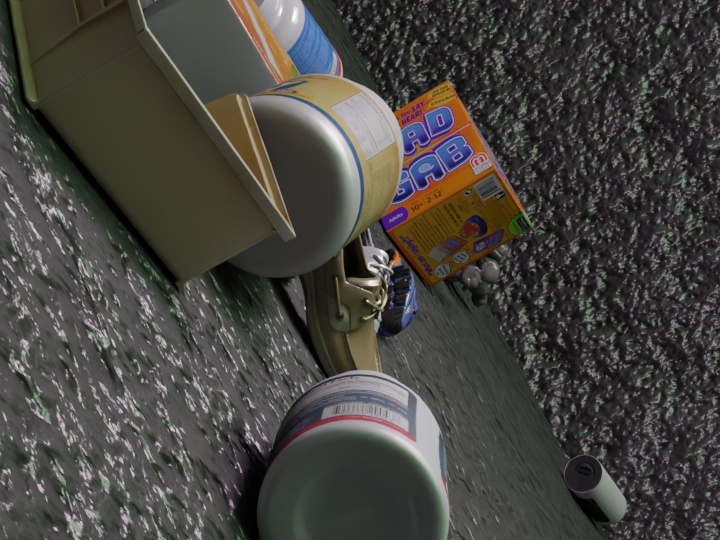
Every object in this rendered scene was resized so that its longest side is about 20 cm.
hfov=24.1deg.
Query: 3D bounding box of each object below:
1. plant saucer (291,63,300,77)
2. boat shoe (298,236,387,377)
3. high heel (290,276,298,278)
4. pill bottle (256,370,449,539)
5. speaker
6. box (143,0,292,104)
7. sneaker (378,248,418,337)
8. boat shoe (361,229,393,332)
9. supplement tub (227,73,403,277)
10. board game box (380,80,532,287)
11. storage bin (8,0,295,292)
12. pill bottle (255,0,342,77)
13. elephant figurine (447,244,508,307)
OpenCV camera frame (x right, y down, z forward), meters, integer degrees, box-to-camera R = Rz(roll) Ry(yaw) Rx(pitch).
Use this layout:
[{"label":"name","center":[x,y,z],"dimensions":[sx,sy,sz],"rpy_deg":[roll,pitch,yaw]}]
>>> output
[{"label":"plant saucer","center":[-0.084,-0.159,1.895],"dimensions":[0.200,0.031,0.201],"rpy_deg":[-18,90,-76]},{"label":"boat shoe","center":[-0.011,0.024,1.541],"dimensions":[0.072,0.065,0.201],"rpy_deg":[-28,103,-64]},{"label":"high heel","center":[-0.084,-0.057,1.644],"dimensions":[0.096,0.068,0.200],"rpy_deg":[22,23,-5]},{"label":"pill bottle","center":[-0.001,0.134,1.116],"dimensions":[0.120,0.119,0.200],"rpy_deg":[60,7,-8]},{"label":"speaker","center":[0.470,0.438,3.370],"dimensions":[0.200,0.081,0.081],"rpy_deg":[51,12,-55]},{"label":"box","center":[-0.137,-0.206,1.573],"dimensions":[0.125,0.097,0.200],"rpy_deg":[59,8,-15]},{"label":"sneaker","center":[0.040,0.036,1.974],"dimensions":[0.079,0.075,0.200],"rpy_deg":[62,8,-16]},{"label":"boat shoe","center":[0.000,0.000,1.840],"dimensions":[0.072,0.068,0.200],"rpy_deg":[56,8,-29]},{"label":"supplement tub","center":[-0.047,-0.084,1.400],"dimensions":[0.145,0.144,0.200],"rpy_deg":[60,21,-4]},{"label":"board game box","center":[0.127,-0.138,2.730],"dimensions":[0.200,0.199,0.201],"rpy_deg":[50,12,-54]},{"label":"storage bin","center":[-0.150,-0.125,1.184],"dimensions":[0.200,0.093,0.199],"rpy_deg":[54,10,-40]},{"label":"pill bottle","center":[-0.105,-0.273,1.997],"dimensions":[0.113,0.112,0.200],"rpy_deg":[65,8,31]},{"label":"elephant figurine","center":[0.199,-0.024,3.208],"dimensions":[0.141,0.156,0.200],"rpy_deg":[17,-3,-1]}]
